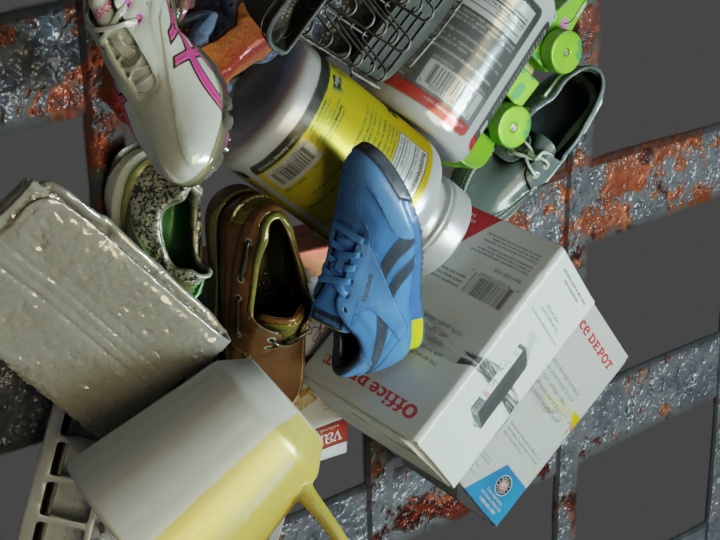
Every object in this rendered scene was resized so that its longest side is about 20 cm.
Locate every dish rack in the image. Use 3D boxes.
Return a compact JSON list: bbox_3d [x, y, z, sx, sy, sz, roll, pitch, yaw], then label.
[{"bbox_3d":[0.017,-0.201,1.077,0.154,0.055,0.200,-50,148,11],"label":"dish rack"},{"bbox_3d":[-0.159,0.178,1.224,0.199,0.044,0.173,15,99,-11],"label":"dish rack"}]

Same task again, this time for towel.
[{"bbox_3d":[-0.207,0.030,1.123,0.132,0.035,0.200,-39,118,12],"label":"towel"}]

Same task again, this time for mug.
[{"bbox_3d":[-0.099,0.160,1.141,0.153,0.149,0.187,-42,107,-7],"label":"mug"}]

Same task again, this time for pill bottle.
[{"bbox_3d":[-0.010,-0.081,1.209,0.200,0.112,0.113,36,84,-29],"label":"pill bottle"},{"bbox_3d":[0.088,-0.200,1.262,0.116,0.116,0.201,38,83,-42],"label":"pill bottle"}]

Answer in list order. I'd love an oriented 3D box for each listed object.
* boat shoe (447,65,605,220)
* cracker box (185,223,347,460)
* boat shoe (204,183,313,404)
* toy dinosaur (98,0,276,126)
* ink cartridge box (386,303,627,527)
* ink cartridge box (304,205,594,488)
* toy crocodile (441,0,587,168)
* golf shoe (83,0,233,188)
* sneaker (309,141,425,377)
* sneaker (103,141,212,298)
[{"bbox_3d":[0.147,-0.111,1.367,0.073,0.062,0.200,45,70,-5],"label":"boat shoe"},{"bbox_3d":[-0.076,0.071,1.283,0.133,0.058,0.201,-14,118,-34],"label":"cracker box"},{"bbox_3d":[-0.074,0.035,1.185,0.072,0.068,0.201,-29,125,-29],"label":"boat shoe"},{"bbox_3d":[-0.102,-0.171,1.104,0.105,0.199,0.182,51,42,-25],"label":"toy dinosaur"},{"bbox_3d":[0.108,0.088,1.379,0.200,0.144,0.147,-49,134,-12],"label":"ink cartridge box"},{"bbox_3d":[0.070,0.055,1.262,0.200,0.144,0.084,-50,136,-13],"label":"ink cartridge box"},{"bbox_3d":[0.131,-0.171,1.341,0.062,0.067,0.201,40,82,-41],"label":"toy crocodile"},{"bbox_3d":[-0.146,-0.145,1.013,0.072,0.201,0.092,-32,154,28],"label":"golf shoe"},{"bbox_3d":[0.000,0.000,1.145,0.078,0.066,0.201,-26,134,-23],"label":"sneaker"},{"bbox_3d":[-0.149,0.006,1.173,0.077,0.088,0.201,-17,119,-33],"label":"sneaker"}]
